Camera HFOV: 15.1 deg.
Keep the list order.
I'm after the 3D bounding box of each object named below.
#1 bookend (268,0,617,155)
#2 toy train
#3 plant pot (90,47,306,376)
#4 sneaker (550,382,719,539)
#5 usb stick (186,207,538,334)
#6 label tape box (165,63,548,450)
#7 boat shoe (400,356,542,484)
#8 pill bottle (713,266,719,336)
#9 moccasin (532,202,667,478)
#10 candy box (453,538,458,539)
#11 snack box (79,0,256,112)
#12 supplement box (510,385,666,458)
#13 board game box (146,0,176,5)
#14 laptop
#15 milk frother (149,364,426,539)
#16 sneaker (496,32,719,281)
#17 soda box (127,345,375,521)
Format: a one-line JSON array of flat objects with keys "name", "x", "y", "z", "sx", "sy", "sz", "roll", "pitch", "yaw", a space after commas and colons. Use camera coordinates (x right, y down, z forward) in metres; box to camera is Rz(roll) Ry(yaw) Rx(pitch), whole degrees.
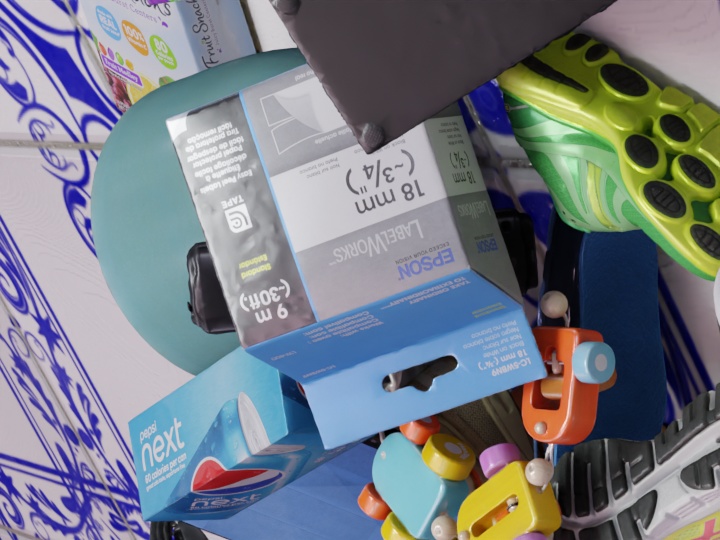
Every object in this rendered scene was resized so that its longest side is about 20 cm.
[{"name": "bookend", "x": 0.083, "y": -0.163, "z": 1.332, "sx": 0.092, "sy": 0.198, "sz": 0.200, "roll": 57, "pitch": -159, "yaw": -4}, {"name": "toy train", "x": 0.077, "y": 0.093, "z": 1.526, "sx": 0.200, "sy": 0.056, "sz": 0.151, "roll": -7, "pitch": 78, "yaw": 51}, {"name": "plant pot", "x": -0.038, "y": -0.045, "z": 1.636, "sx": 0.161, "sy": 0.200, "sz": 0.201, "roll": -24, "pitch": 100, "yaw": 52}, {"name": "sneaker", "x": 0.183, "y": 0.127, "z": 1.499, "sx": 0.200, "sy": 0.090, "sz": 0.078, "roll": -28, "pitch": 53, "yaw": 39}, {"name": "usb stick", "x": 0.000, "y": 0.000, "z": 1.534, "sx": 0.033, "sy": 0.199, "sz": 0.056, "roll": -101, "pitch": 4, "yaw": -74}, {"name": "label tape box", "x": -0.002, "y": -0.013, "z": 1.459, "sx": 0.144, "sy": 0.063, "sz": 0.201, "roll": -20, "pitch": 88, "yaw": 23}, {"name": "boat shoe", "x": 0.087, "y": 0.144, "z": 1.628, "sx": 0.200, "sy": 0.064, "sz": 0.071, "roll": 58, "pitch": 157, "yaw": -6}, {"name": "pill bottle", "x": 0.244, "y": 0.077, "z": 1.344, "sx": 0.114, "sy": 0.114, "sz": 0.200, "roll": 30, "pitch": 147, "yaw": 44}, {"name": "moccasin", "x": 0.137, "y": 0.041, "z": 1.551, "sx": 0.068, "sy": 0.080, "sz": 0.201, "roll": -132, "pitch": 42, "yaw": -56}, {"name": "candy box", "x": 0.100, "y": 0.240, "z": 1.946, "sx": 0.200, "sy": 0.026, "sz": 0.102, "roll": 34, "pitch": 145, "yaw": 39}, {"name": "snack box", "x": -0.135, "y": -0.178, "z": 1.808, "sx": 0.142, "sy": 0.053, "sz": 0.200, "roll": 28, "pitch": 145, "yaw": 45}, {"name": "supplement box", "x": 0.169, "y": 0.134, "z": 1.624, "sx": 0.200, "sy": 0.066, "sz": 0.069, "roll": 37, "pitch": 151, "yaw": 38}, {"name": "board game box", "x": -0.084, "y": -0.222, "z": 1.540, "sx": 0.105, "sy": 0.103, "sz": 0.200, "roll": 60, "pitch": 168, "yaw": -11}, {"name": "laptop", "x": 0.002, "y": 0.156, "z": 1.744, "sx": 0.187, "sy": 0.116, "sz": 0.200, "roll": 23, "pitch": 179, "yaw": -21}, {"name": "milk frother", "x": -0.052, "y": 0.114, "z": 1.848, "sx": 0.180, "sy": 0.200, "sz": 0.188, "roll": 29, "pitch": 145, "yaw": 42}, {"name": "sneaker", "x": 0.145, "y": -0.053, "z": 1.420, "sx": 0.200, "sy": 0.074, "sz": 0.084, "roll": 47, "pitch": 155, "yaw": 42}, {"name": "soda box", "x": -0.067, "y": 0.094, "z": 1.630, "sx": 0.200, "sy": 0.064, "sz": 0.068, "roll": -35, "pitch": 60, "yaw": 55}]
